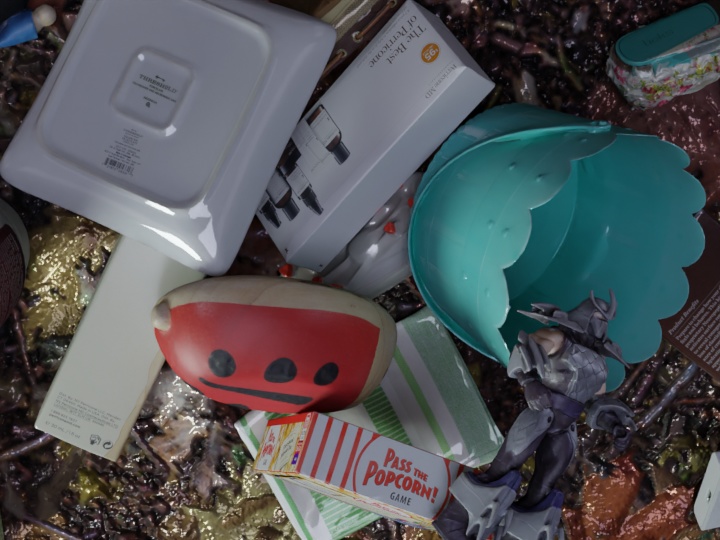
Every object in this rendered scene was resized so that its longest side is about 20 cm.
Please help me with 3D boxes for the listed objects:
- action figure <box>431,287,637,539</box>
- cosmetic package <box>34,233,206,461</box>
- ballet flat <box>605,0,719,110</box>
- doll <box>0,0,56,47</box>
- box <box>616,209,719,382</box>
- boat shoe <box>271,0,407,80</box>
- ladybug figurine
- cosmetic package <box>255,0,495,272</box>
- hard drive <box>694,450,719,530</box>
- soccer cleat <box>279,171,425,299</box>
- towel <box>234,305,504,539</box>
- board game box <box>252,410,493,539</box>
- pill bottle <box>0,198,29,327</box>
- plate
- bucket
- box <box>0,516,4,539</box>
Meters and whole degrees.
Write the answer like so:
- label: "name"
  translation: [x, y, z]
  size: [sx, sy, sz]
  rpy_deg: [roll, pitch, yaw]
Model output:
- label: "action figure"
  translation: [0.129, 0.105, 0.794]
  size: [0.129, 0.069, 0.202]
  rpy_deg: [27, 86, -32]
- label: "cosmetic package"
  translation: [-0.178, 0.033, 0.924]
  size: [0.072, 0.104, 0.202]
  rpy_deg: [26, 104, -12]
- label: "ballet flat"
  translation: [0.287, -0.181, 0.923]
  size: [0.198, 0.076, 0.064]
  rpy_deg: [-18, 138, 6]
- label: "doll"
  translation: [-0.280, -0.229, 0.867]
  size: [0.136, 0.049, 0.201]
  rpy_deg: [29, 109, -21]
- label: "box"
  translation: [0.309, 0.037, 0.977]
  size: [0.199, 0.075, 0.100]
  rpy_deg: [37, 102, -15]
- label: "boat shoe"
  translation: [0.001, -0.205, 0.894]
  size: [0.200, 0.072, 0.072]
  rpy_deg: [-43, 136, 0]
- label: "ladybug figurine"
  translation: [-0.061, 0.059, 0.860]
  size: [0.198, 0.073, 0.136]
  rpy_deg: [11, 150, -29]
- label: "cosmetic package"
  translation: [0.001, -0.099, 0.889]
  size: [0.200, 0.050, 0.083]
  rpy_deg: [-47, 61, 18]
- label: "hard drive"
  translation: [0.392, 0.169, 1.008]
  size: [0.197, 0.027, 0.132]
  rpy_deg: [-13, 146, -1]
- label: "soccer cleat"
  translation: [0.000, 0.000, 0.948]
  size: [0.200, 0.070, 0.077]
  rpy_deg: [-41, 147, 19]
- label: "towel"
  translation: [0.010, 0.140, 1.011]
  size: [0.198, 0.023, 0.154]
  rpy_deg: [-28, 106, 5]
- label: "board game box"
  translation: [0.007, 0.157, 0.902]
  size: [0.150, 0.200, 0.047]
  rpy_deg: [21, 77, -10]
- label: "pill bottle"
  translation: [-0.308, 0.009, 0.856]
  size: [0.112, 0.200, 0.116]
  rpy_deg: [-1, 107, -3]
- label: "plate"
  translation: [-0.143, -0.123, 0.845]
  size: [0.198, 0.032, 0.202]
  rpy_deg: [23, 83, 14]
- label: "bucket"
  translation: [0.140, -0.021, 0.879]
  size: [0.205, 0.134, 0.210]
  rpy_deg: [-16, 120, -30]
- label: "box"
  translation: [-0.381, 0.161, 0.982]
  size: [0.142, 0.036, 0.203]
  rpy_deg: [-4, 108, -3]
